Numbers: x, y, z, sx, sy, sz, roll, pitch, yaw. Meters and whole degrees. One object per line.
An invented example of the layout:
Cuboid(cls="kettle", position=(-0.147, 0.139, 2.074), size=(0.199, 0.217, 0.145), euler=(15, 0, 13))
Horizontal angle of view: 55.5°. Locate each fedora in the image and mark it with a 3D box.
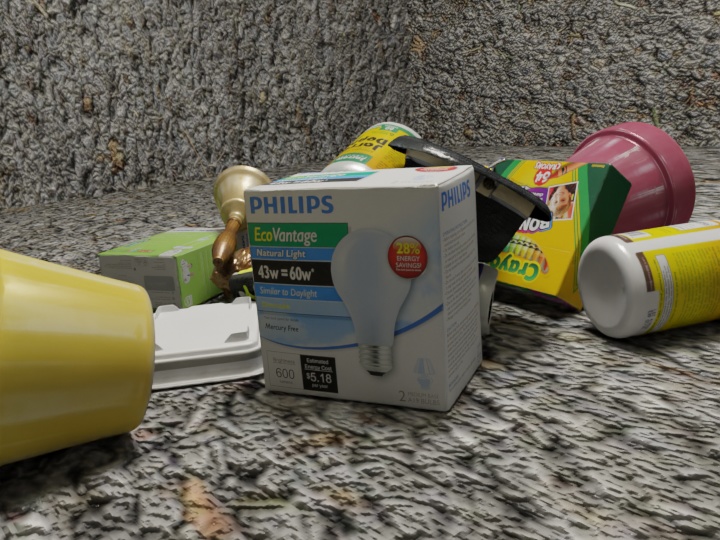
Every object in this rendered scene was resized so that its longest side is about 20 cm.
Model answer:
Cuboid(cls="fedora", position=(0.107, -0.069, 0.758), size=(0.198, 0.093, 0.201), euler=(26, 5, -2))

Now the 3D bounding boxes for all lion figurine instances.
Cuboid(cls="lion figurine", position=(-0.112, 0.000, 1.003), size=(0.197, 0.074, 0.122), euler=(0, 12, 23))

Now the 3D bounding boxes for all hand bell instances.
Cuboid(cls="hand bell", position=(-0.188, -0.066, 1.015), size=(0.102, 0.105, 0.201), euler=(-4, 33, 4))

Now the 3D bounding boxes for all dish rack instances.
Cuboid(cls="dish rack", position=(-0.185, 0.075, 0.797), size=(0.169, 0.044, 0.200), euler=(-7, 14, -6))

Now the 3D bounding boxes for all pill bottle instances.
Cuboid(cls="pill bottle", position=(0.007, -0.094, 0.829), size=(0.111, 0.114, 0.200), euler=(2, 32, 27))
Cuboid(cls="pill bottle", position=(0.349, 0.005, 0.751), size=(0.197, 0.111, 0.109), euler=(-8, 14, -14))

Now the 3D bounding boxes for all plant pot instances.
Cuboid(cls="plant pot", position=(-0.281, 0.073, 0.572), size=(0.187, 0.204, 0.200), euler=(6, 6, -32))
Cuboid(cls="plant pot", position=(0.356, -0.102, 1.014), size=(0.177, 0.203, 0.199), euler=(-22, 20, -28))

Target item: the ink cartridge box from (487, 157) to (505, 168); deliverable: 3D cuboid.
Cuboid(cls="ink cartridge box", position=(0.114, -0.083, 0.955), size=(0.198, 0.041, 0.200), euler=(-31, 2, 9))

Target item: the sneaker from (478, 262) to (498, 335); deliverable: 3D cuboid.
Cuboid(cls="sneaker", position=(0.082, 0.019, 0.807), size=(0.144, 0.082, 0.200), euler=(8, 9, 6))

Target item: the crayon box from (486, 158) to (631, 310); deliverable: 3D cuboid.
Cuboid(cls="crayon box", position=(0.232, -0.055, 0.907), size=(0.058, 0.174, 0.199), euler=(28, -6, -32))

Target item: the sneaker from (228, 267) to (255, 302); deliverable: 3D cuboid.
Cuboid(cls="sneaker", position=(-0.083, 0.010, 0.885), size=(0.198, 0.076, 0.077), euler=(-7, 36, 30))

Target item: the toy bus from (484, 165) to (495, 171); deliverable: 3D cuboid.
Cuboid(cls="toy bus", position=(0.220, -0.104, 1.221), size=(0.197, 0.138, 0.193), euler=(1, 28, 11))

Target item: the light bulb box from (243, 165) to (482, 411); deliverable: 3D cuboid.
Cuboid(cls="light bulb box", position=(0.008, 0.009, 0.666), size=(0.195, 0.203, 0.125), euler=(1, 15, 24))

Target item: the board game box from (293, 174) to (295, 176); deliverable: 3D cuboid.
Cuboid(cls="board game box", position=(-0.067, -0.061, 0.970), size=(0.023, 0.105, 0.199), euler=(34, 0, -44))

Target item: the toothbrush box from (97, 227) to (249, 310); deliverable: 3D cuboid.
Cuboid(cls="toothbrush box", position=(-0.279, -0.007, 1.064), size=(0.143, 0.087, 0.200), euler=(2, 16, 21))
